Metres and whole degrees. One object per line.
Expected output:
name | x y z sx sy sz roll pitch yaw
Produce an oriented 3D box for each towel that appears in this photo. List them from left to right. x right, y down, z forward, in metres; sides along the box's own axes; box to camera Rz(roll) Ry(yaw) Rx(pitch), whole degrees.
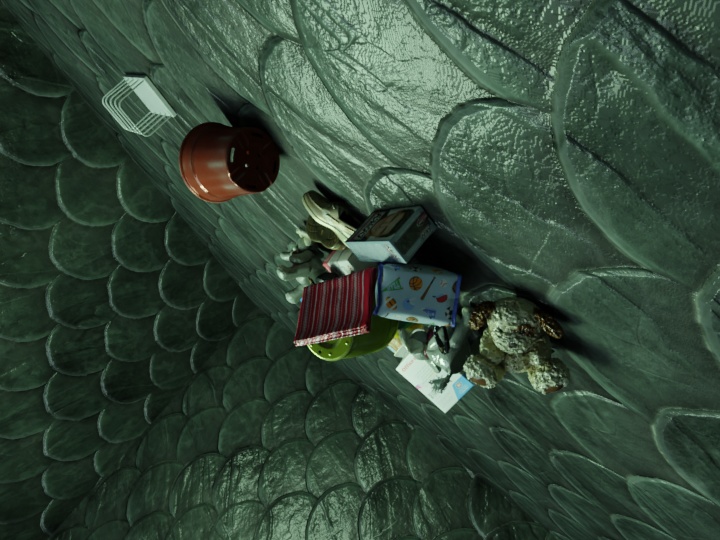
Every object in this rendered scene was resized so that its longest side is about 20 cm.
towel | -0.053 0.075 1.106 0.198 0.147 0.022 -16 142 33

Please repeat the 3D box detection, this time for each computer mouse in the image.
computer mouse | -0.092 0.034 1.493 0.139 0.047 0.200 24 168 24
computer mouse | 0.143 0.102 1.195 0.201 0.034 0.059 62 141 38

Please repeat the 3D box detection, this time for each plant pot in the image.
plant pot | -0.308 -0.265 1.307 0.194 0.202 0.202 9 145 46
plant pot | -0.034 0.119 1.242 0.199 0.202 0.192 37 -160 15

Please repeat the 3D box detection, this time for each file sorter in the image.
file sorter | -0.695 -0.509 1.663 0.199 0.125 0.139 24 156 46

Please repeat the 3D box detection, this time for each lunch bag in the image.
lunch bag | 0.114 0.046 1.109 0.167 0.126 0.200 9 -174 3

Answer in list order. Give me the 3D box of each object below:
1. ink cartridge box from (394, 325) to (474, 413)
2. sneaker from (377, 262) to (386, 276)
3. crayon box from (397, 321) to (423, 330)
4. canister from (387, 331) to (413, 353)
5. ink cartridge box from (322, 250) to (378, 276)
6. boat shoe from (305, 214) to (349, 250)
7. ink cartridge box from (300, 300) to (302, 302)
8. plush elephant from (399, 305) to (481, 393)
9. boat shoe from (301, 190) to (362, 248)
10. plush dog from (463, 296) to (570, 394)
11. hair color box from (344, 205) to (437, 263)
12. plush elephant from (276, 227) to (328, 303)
ink cartridge box | 0.201 0.243 1.424 0.199 0.125 0.129 41 120 5
sneaker | 0.079 0.011 1.274 0.080 0.084 0.201 22 155 48
crayon box | 0.088 0.120 1.437 0.124 0.053 0.199 15 -179 33
canister | 0.079 0.176 1.688 0.199 0.087 0.149 39 164 4
ink cartridge box | 0.000 0.000 1.424 0.147 0.083 0.199 47 163 -14
boat shoe | -0.080 -0.097 1.383 0.067 0.073 0.200 19 -169 -36
ink cartridge box | -0.091 0.077 1.716 0.199 0.145 0.084 25 159 46
plush elephant | 0.185 0.173 1.268 0.154 0.201 0.165 30 168 42
boat shoe | -0.054 -0.131 1.270 0.200 0.072 0.065 43 128 12
plush dog | 0.298 0.122 1.021 0.197 0.162 0.174 3 132 20
hair color box | 0.056 -0.071 1.089 0.061 0.099 0.199 48 162 -20
plush elephant | -0.172 -0.035 1.605 0.156 0.198 0.166 58 174 35
